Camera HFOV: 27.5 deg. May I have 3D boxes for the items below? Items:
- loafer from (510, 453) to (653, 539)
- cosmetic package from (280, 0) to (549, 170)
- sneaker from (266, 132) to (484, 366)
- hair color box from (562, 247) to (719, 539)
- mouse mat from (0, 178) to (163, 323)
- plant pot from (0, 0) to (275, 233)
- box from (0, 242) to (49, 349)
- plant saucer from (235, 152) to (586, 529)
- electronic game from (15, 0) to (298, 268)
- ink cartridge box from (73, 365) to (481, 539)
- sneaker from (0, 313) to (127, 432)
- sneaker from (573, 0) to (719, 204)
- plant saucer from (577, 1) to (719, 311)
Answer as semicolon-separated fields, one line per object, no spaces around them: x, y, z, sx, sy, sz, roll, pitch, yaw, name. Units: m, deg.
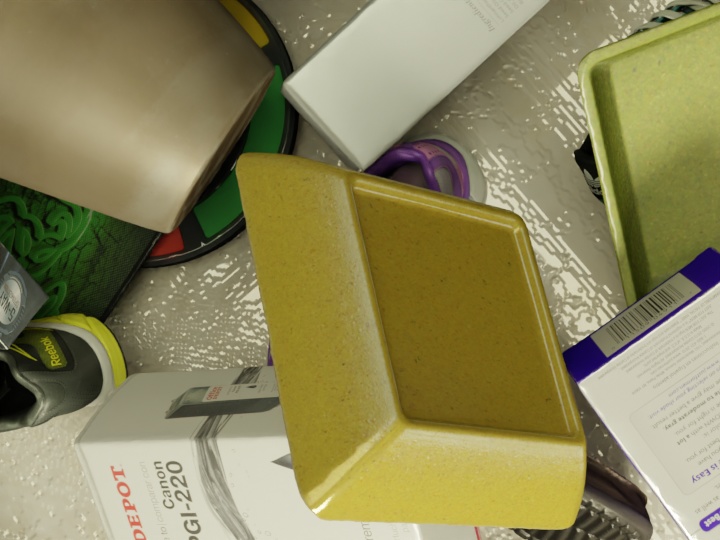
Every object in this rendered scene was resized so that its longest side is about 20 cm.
0.089;0.099;0.874;0.200;0.073;0.071;31;52;0;loafer
0.047;-0.152;0.885;0.200;0.101;0.071;-43;97;0;cosmetic package
0.000;0.000;0.897;0.080;0.088;0.200;31;91;11;sneaker
0.214;0.100;0.824;0.109;0.065;0.200;-36;100;5;hair color box
-0.205;-0.042;0.951;0.161;0.008;0.200;37;101;13;mouse mat
-0.150;-0.118;0.851;0.173;0.200;0.200;32;90;-3;plant pot
-0.302;-0.026;0.883;0.200;0.160;0.044;3;48;43;box
0.041;0.031;0.774;0.048;0.200;0.200;-35;58;38;plant saucer
-0.138;-0.101;0.957;0.199;0.042;0.201;-1;84;10;electronic game
-0.045;0.134;0.846;0.200;0.085;0.146;-4;115;24;ink cartridge box
-0.245;0.062;0.916;0.200;0.085;0.075;-6;101;28;sneaker
0.195;-0.126;0.867;0.071;0.080;0.200;27;90;46;sneaker
0.221;-0.074;0.829;0.200;0.048;0.200;-21;122;-5;plant saucer
